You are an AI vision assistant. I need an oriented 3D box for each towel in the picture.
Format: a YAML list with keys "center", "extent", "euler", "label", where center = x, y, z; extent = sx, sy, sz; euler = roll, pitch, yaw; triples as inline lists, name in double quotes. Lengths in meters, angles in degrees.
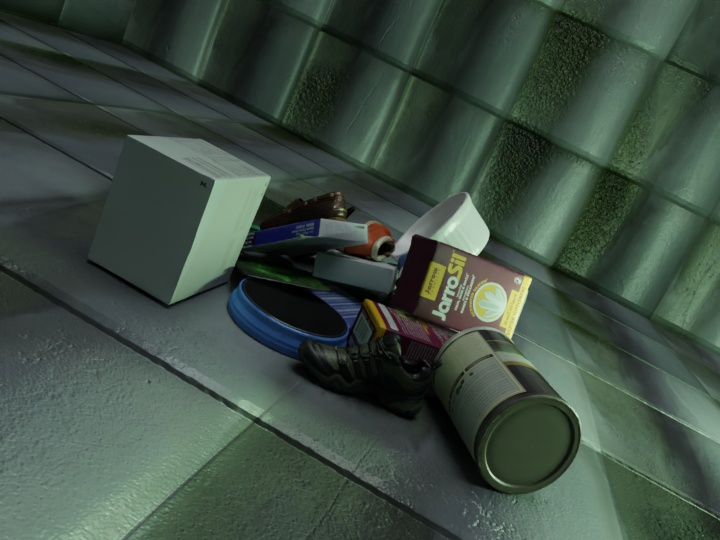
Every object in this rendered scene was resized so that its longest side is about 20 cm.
- center: [-0.056, 0.057, 1.191]
  extent: [0.199, 0.024, 0.144]
  euler: [32, 15, 29]
  label: "towel"

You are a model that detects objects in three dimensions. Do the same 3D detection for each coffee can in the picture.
- center: [0.196, 0.188, 0.919]
  extent: [0.145, 0.148, 0.200]
  euler: [20, 15, -19]
  label: "coffee can"

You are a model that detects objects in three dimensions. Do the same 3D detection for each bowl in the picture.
- center: [-0.108, 0.070, 1.019]
  extent: [0.198, 0.040, 0.201]
  euler: [25, 14, -7]
  label: "bowl"

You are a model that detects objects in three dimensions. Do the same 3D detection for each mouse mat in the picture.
- center: [-0.145, 0.003, 1.138]
  extent: [0.159, 0.008, 0.200]
  euler: [12, 5, -22]
  label: "mouse mat"

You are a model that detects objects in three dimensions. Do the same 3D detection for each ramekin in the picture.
- center: [0.166, -0.058, 1.330]
  extent: [0.098, 0.200, 0.201]
  euler: [49, 11, -12]
  label: "ramekin"

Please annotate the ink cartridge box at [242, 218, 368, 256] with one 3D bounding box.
- center: [-0.118, -0.061, 1.207]
  extent: [0.197, 0.041, 0.199]
  euler: [-8, -5, 34]
  label: "ink cartridge box"

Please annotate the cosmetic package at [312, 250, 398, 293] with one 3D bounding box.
- center: [0.000, 0.000, 1.299]
  extent: [0.148, 0.053, 0.200]
  euler: [11, 4, 9]
  label: "cosmetic package"

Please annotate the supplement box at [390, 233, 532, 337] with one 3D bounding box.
- center: [0.171, 0.035, 1.116]
  extent: [0.198, 0.133, 0.103]
  euler: [19, 2, -21]
  label: "supplement box"

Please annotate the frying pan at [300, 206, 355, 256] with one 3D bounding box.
- center: [-0.061, -0.074, 1.370]
  extent: [0.115, 0.188, 0.031]
  euler: [7, 60, -63]
  label: "frying pan"

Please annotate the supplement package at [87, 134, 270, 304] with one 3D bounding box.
- center: [-0.263, -0.083, 0.975]
  extent: [0.146, 0.193, 0.200]
  euler: [27, 14, 8]
  label: "supplement package"

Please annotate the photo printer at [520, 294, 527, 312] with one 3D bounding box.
- center: [0.246, 0.062, 1.403]
  extent: [0.069, 0.168, 0.199]
  euler: [-16, 41, -41]
  label: "photo printer"

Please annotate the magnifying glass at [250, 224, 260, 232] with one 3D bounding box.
- center: [-0.224, -0.061, 1.313]
  extent: [0.079, 0.023, 0.200]
  euler: [28, 13, 5]
  label: "magnifying glass"

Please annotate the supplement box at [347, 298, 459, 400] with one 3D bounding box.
- center: [0.088, 0.132, 1.045]
  extent: [0.198, 0.087, 0.111]
  euler: [21, 15, -18]
  label: "supplement box"

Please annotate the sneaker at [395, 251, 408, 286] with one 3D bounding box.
- center: [0.143, 0.055, 1.215]
  extent: [0.197, 0.081, 0.116]
  euler: [28, 38, 3]
  label: "sneaker"

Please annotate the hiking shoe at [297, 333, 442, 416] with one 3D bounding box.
- center: [0.012, 0.123, 0.919]
  extent: [0.198, 0.102, 0.076]
  euler: [23, 14, -13]
  label: "hiking shoe"

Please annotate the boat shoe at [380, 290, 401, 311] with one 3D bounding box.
- center: [0.102, 0.072, 1.326]
  extent: [0.075, 0.061, 0.199]
  euler: [31, 16, 20]
  label: "boat shoe"

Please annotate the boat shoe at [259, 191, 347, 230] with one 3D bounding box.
- center: [-0.114, -0.109, 1.298]
  extent: [0.197, 0.072, 0.070]
  euler: [-9, -9, 24]
  label: "boat shoe"

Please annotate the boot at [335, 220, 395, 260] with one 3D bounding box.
- center: [0.034, -0.055, 1.358]
  extent: [0.106, 0.076, 0.199]
  euler: [17, 14, 23]
  label: "boot"
